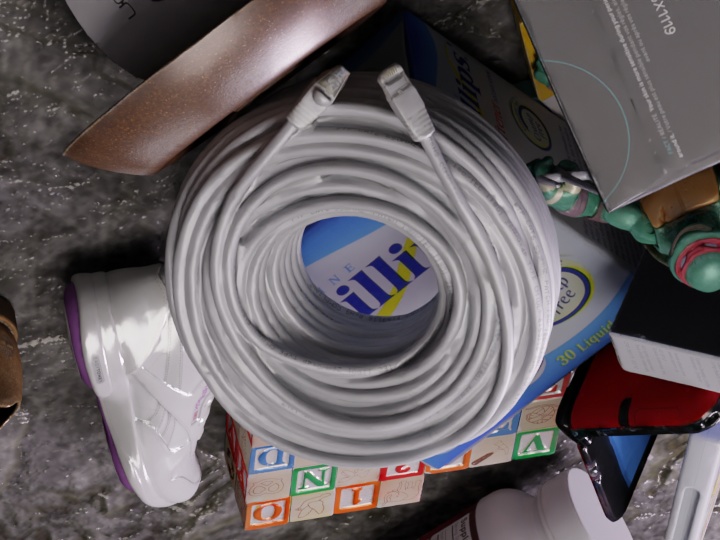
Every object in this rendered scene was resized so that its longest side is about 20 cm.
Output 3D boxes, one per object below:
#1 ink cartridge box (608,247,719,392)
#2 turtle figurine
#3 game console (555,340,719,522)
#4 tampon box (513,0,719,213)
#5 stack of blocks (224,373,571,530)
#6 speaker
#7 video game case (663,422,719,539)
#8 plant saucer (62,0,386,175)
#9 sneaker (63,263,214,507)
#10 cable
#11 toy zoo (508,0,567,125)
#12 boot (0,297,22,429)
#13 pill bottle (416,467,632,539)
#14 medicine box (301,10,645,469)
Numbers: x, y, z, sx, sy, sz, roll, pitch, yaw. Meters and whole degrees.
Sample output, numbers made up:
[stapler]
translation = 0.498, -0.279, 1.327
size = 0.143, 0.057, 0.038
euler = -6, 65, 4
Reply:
[ink cartridge box]
translation = 0.254, -0.020, 1.404
size = 0.199, 0.199, 0.043
euler = 13, 155, 28
[turtle figurine]
translation = 0.157, -0.056, 1.381
size = 0.149, 0.201, 0.101
euler = -17, 134, 3
[game console]
translation = 0.201, 0.031, 1.531
size = 0.119, 0.201, 0.172
euler = 39, 153, -29
[tampon box]
translation = 0.134, -0.147, 1.263
size = 0.126, 0.200, 0.151
euler = -24, 110, 8
[stack of blocks]
translation = 0.021, 0.087, 1.654
size = 0.198, 0.059, 0.116
euler = -9, 141, -13
[speaker]
translation = -0.049, -0.176, 1.286
size = 0.199, 0.082, 0.081
euler = -35, 140, 20
[video game case]
translation = 0.220, 0.081, 1.635
size = 0.023, 0.201, 0.183
euler = 17, 141, 10
[plant saucer]
translation = -0.054, -0.102, 1.307
size = 0.200, 0.037, 0.200
euler = -36, -178, 1
[sneaker]
translation = -0.106, 0.069, 1.565
size = 0.099, 0.075, 0.201
euler = -15, 142, -2
[cable]
translation = 0.000, 0.000, 1.356
size = 0.199, 0.069, 0.200
euler = -33, 107, 26
[toy zoo]
translation = 0.167, -0.134, 1.474
size = 0.199, 0.021, 0.131
euler = -26, 141, 10
[boot]
translation = -0.274, 0.045, 1.470
size = 0.199, 0.076, 0.074
euler = 8, 137, -28
[pill bottle]
translation = 0.081, 0.217, 1.794
size = 0.199, 0.113, 0.113
euler = -34, 140, 19
[medicine box]
translation = 0.032, -0.012, 1.480
size = 0.182, 0.103, 0.199
euler = -39, 130, 26
